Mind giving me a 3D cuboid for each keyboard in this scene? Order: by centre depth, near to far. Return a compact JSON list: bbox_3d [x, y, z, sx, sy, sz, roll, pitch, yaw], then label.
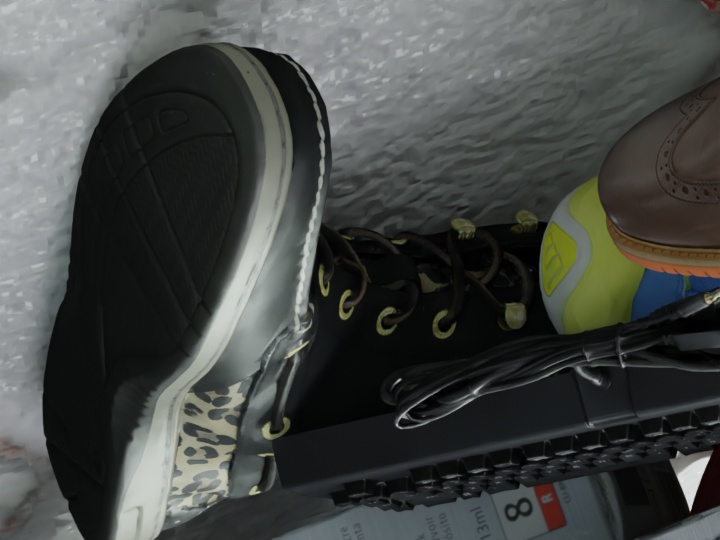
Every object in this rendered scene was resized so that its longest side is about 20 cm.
[{"bbox_3d":[0.068,0.036,0.736,0.200,0.021,0.127,-15,159,27],"label":"keyboard"}]

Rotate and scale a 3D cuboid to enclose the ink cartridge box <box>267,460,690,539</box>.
[{"bbox_3d":[0.002,0.105,0.916,0.200,0.050,0.162,-26,170,11],"label":"ink cartridge box"}]

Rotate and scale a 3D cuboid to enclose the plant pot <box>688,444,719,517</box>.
[{"bbox_3d":[0.230,0.108,0.963,0.200,0.201,0.182,-35,163,21],"label":"plant pot"}]

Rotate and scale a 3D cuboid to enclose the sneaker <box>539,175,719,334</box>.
[{"bbox_3d":[0.154,0.008,0.790,0.199,0.076,0.105,2,176,-29],"label":"sneaker"}]

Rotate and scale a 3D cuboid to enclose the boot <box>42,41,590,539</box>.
[{"bbox_3d":[-0.001,-0.001,0.791,0.153,0.074,0.204,-12,149,-25],"label":"boot"}]

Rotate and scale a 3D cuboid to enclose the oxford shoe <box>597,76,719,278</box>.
[{"bbox_3d":[0.119,-0.056,0.666,0.073,0.071,0.200,40,141,-22],"label":"oxford shoe"}]

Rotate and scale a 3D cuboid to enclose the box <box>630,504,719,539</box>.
[{"bbox_3d":[0.124,0.093,0.831,0.200,0.048,0.158,-24,168,25],"label":"box"}]

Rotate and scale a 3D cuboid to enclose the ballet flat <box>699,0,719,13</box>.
[{"bbox_3d":[0.073,-0.103,0.678,0.200,0.064,0.076,16,132,-46],"label":"ballet flat"}]
